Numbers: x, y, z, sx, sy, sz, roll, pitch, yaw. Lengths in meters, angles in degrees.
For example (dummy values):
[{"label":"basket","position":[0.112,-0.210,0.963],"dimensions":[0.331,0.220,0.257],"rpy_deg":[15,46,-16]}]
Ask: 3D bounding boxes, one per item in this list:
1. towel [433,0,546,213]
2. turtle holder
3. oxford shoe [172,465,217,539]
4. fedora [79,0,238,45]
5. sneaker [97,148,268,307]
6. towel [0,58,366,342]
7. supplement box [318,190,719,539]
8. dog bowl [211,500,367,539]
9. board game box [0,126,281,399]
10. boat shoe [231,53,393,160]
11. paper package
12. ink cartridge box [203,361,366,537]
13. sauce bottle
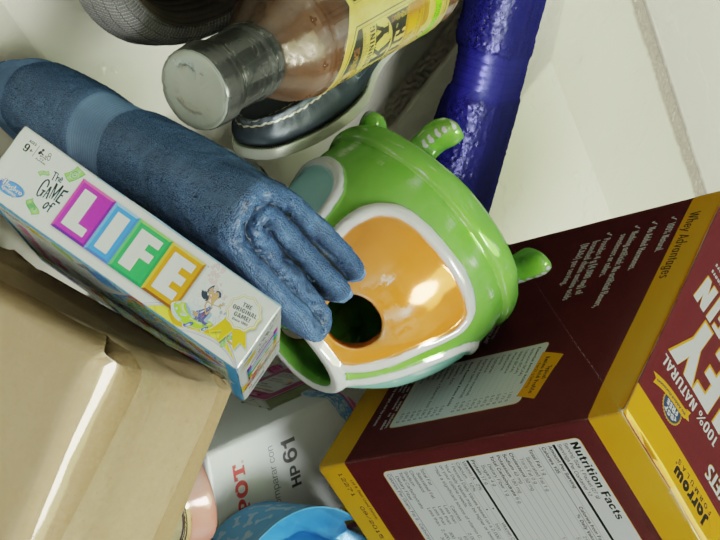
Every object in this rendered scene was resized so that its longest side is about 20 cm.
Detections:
[{"label":"towel","position":[0.070,-0.112,1.104],"dimensions":[0.148,0.049,0.201],"rpy_deg":[-27,133,-75]},{"label":"turtle holder","position":[-0.002,-0.007,0.975],"dimensions":[0.132,0.185,0.141],"rpy_deg":[-43,130,-17]},{"label":"oxford shoe","position":[-0.138,0.155,0.976],"dimensions":[0.074,0.071,0.200],"rpy_deg":[-17,154,-27]},{"label":"fedora","position":[-0.097,-0.205,0.839],"dimensions":[0.177,0.090,0.200],"rpy_deg":[-49,153,-18]},{"label":"sneaker","position":[-0.103,0.028,0.986],"dimensions":[0.080,0.076,0.200],"rpy_deg":[15,99,-64]},{"label":"towel","position":[-0.093,-0.042,0.847],"dimensions":[0.049,0.200,0.112],"rpy_deg":[-53,142,-10]},{"label":"supplement box","position":[0.123,0.081,0.998],"dimensions":[0.133,0.200,0.197],"rpy_deg":[57,41,-22]},{"label":"dog bowl","position":[-0.017,0.199,1.020],"dimensions":[0.200,0.050,0.112],"rpy_deg":[33,78,-40]},{"label":"board game box","position":[-0.101,0.004,0.836],"dimensions":[0.034,0.134,0.200],"rpy_deg":[-55,178,-8]},{"label":"boat shoe","position":[-0.009,-0.139,1.001],"dimensions":[0.200,0.075,0.062],"rpy_deg":[-45,139,-29]},{"label":"paper package","position":[-0.181,0.100,0.825],"dimensions":[0.103,0.190,0.200],"rpy_deg":[20,95,-52]},{"label":"ink cartridge box","position":[-0.032,0.135,1.083],"dimensions":[0.200,0.085,0.145],"rpy_deg":[-21,112,-36]},{"label":"sauce bottle","position":[-0.023,-0.122,0.884],"dimensions":[0.200,0.065,0.065],"rpy_deg":[-36,135,-45]}]
